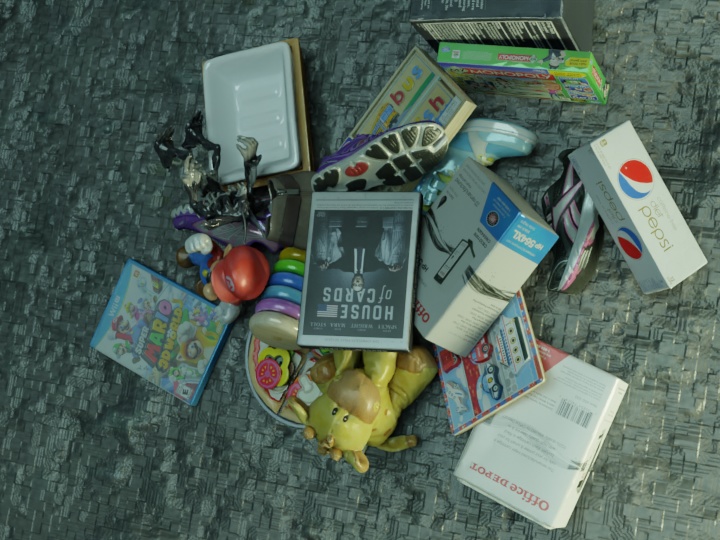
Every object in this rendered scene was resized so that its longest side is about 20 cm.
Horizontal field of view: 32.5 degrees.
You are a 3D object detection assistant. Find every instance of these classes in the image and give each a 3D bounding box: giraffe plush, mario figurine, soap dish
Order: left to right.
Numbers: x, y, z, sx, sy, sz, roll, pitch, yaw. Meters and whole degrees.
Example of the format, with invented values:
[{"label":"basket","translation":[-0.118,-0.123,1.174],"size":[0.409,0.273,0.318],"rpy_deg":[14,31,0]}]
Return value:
[{"label":"mario figurine","translation":[-0.202,0.011,1.681],"size":[0.199,0.122,0.108],"rpy_deg":[7,79,64]},{"label":"soap dish","translation":[-0.143,-0.214,1.758],"size":[0.155,0.081,0.203],"rpy_deg":[-10,79,20]},{"label":"giraffe plush","translation":[-0.011,0.168,1.573],"size":[0.170,0.162,0.203],"rpy_deg":[12,105,22]}]

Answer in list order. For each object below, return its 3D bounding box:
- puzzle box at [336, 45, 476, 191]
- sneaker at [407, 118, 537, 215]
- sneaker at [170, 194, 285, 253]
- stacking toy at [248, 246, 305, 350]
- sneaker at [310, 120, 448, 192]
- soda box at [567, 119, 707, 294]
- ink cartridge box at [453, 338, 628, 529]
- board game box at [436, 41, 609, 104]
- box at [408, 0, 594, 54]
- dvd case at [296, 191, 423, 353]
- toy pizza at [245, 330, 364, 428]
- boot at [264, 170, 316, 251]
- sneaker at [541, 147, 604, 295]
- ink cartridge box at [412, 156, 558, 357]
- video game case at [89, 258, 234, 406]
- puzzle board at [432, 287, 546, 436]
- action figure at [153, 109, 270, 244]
[{"label":"puzzle box","translation":[0.054,-0.182,1.640],"size":[0.201,0.025,0.133],"rpy_deg":[-53,51,18]},{"label":"sneaker","translation":[0.137,-0.131,1.639],"size":[0.197,0.079,0.133],"rpy_deg":[4,81,32]},{"label":"sneaker","translation":[-0.181,-0.059,1.756],"size":[0.197,0.080,0.090],"rpy_deg":[0,100,25]},{"label":"stacking toy","translation":[-0.085,0.003,1.687],"size":[0.084,0.086,0.202],"rpy_deg":[6,63,22]},{"label":"sneaker","translation":[0.020,-0.156,1.598],"size":[0.198,0.081,0.084],"rpy_deg":[-18,41,27]},{"label":"soda box","translation":[0.338,-0.076,1.512],"size":[0.068,0.064,0.202],"rpy_deg":[-30,92,-19]},{"label":"ink cartridge box","translation":[0.226,0.200,1.547],"size":[0.145,0.083,0.202],"rpy_deg":[25,90,23]},{"label":"board game box","translation":[0.212,-0.255,1.597],"size":[0.197,0.134,0.030],"rpy_deg":[9,85,23]},{"label":"box","translation":[0.188,-0.344,1.585],"size":[0.195,0.200,0.125],"rpy_deg":[5,83,21]},{"label":"dvd case","translation":[0.000,0.000,1.561],"size":[0.148,0.025,0.203],"rpy_deg":[1,76,17]},{"label":"toy pizza","translation":[-0.074,0.115,1.706],"size":[0.197,0.032,0.204],"rpy_deg":[-4,80,21]},{"label":"boot","translation":[-0.054,-0.044,1.641],"size":[0.144,0.071,0.202],"rpy_deg":[4,53,-19]},{"label":"sneaker","translation":[0.269,-0.065,1.584],"size":[0.085,0.080,0.203],"rpy_deg":[13,75,27]},{"label":"ink cartridge box","translation":[0.133,-0.016,1.565],"size":[0.201,0.084,0.146],"rpy_deg":[-53,40,14]},{"label":"video game case","translation":[-0.290,0.088,1.803],"size":[0.198,0.018,0.145],"rpy_deg":[26,92,23]},{"label":"puzzle board","translation":[0.152,0.088,1.569],"size":[0.150,0.017,0.202],"rpy_deg":[-37,48,32]},{"label":"action figure","translation":[-0.195,-0.129,1.661],"size":[0.118,0.103,0.200],"rpy_deg":[-26,59,-32]}]
